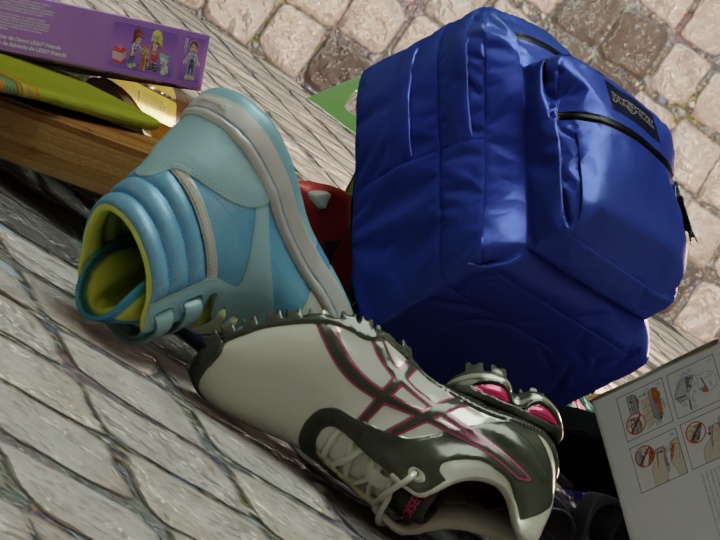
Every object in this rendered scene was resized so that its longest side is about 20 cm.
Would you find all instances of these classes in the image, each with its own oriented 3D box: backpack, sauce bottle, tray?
[{"bbox_3d":[0.091,-0.044,1.625,0.162,0.167,0.201,36,37,-41],"label":"backpack"},{"bbox_3d":[-0.163,-0.114,2.115,0.065,0.065,0.200,39,6,35],"label":"sauce bottle"},{"bbox_3d":[-0.149,-0.067,1.727,0.199,0.037,0.099,19,6,2],"label":"tray"}]

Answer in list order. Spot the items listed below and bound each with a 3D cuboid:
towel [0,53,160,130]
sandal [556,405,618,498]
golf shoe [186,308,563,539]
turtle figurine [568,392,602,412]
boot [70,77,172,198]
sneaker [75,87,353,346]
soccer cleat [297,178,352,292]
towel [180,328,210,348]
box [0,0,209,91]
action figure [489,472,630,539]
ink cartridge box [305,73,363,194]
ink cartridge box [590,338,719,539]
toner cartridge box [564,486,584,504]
[{"bbox_3d":[-0.204,-0.109,1.702,0.086,0.018,0.200,29,9,29],"label":"towel"},{"bbox_3d":[0.092,0.087,1.704,0.199,0.045,0.075,15,-40,22],"label":"sandal"},{"bbox_3d":[0.009,0.081,1.474,0.199,0.077,0.088,16,45,-12],"label":"golf shoe"},{"bbox_3d":[0.165,0.083,1.781,0.150,0.101,0.200,39,16,36],"label":"turtle figurine"},{"bbox_3d":[-0.134,-0.075,1.901,0.144,0.071,0.201,22,6,-35],"label":"boot"},{"bbox_3d":[-0.081,0.018,1.513,0.079,0.130,0.200,16,-43,47],"label":"sneaker"},{"bbox_3d":[0.000,0.000,1.705,0.200,0.069,0.085,27,-5,-38],"label":"soccer cleat"},{"bbox_3d":[-0.058,0.023,1.696,0.112,0.049,0.200,37,6,16],"label":"towel"},{"bbox_3d":[-0.213,-0.151,1.833,0.200,0.039,0.137,9,1,-41],"label":"box"},{"bbox_3d":[0.082,0.124,1.606,0.130,0.070,0.200,25,6,-21],"label":"action figure"},{"bbox_3d":[0.054,-0.044,1.891,0.200,0.059,0.104,37,32,16],"label":"ink cartridge box"},{"bbox_3d":[0.218,0.159,1.528,0.175,0.084,0.201,26,43,-52],"label":"ink cartridge box"},{"bbox_3d":[0.171,0.187,1.676,0.095,0.043,0.200,33,7,-31],"label":"toner cartridge box"}]
